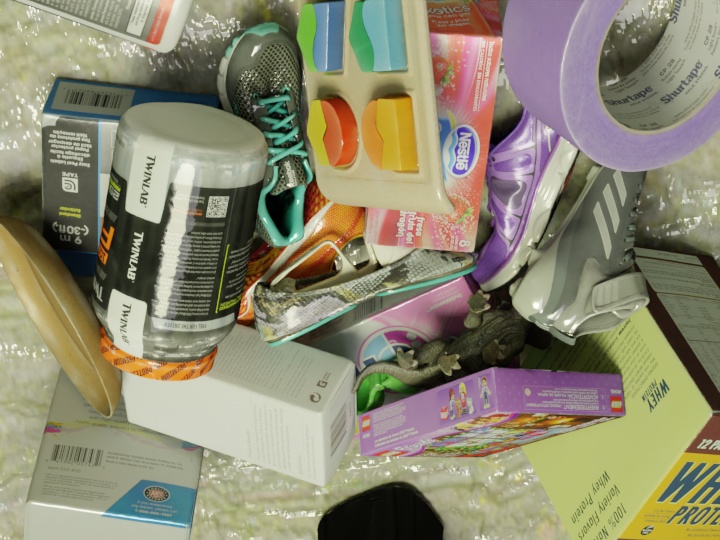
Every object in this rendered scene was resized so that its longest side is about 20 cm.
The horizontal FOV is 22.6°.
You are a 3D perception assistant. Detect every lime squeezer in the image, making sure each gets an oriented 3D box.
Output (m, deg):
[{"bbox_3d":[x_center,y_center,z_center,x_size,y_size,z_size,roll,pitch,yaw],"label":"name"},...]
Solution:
[{"bbox_3d":[0.028,0.108,1.588,0.199,0.038,0.071,-26,151,18],"label":"lime squeezer"}]

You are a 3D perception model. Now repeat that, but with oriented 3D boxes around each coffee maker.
[{"bbox_3d":[0.022,0.303,1.698,0.133,0.201,0.194,-6,127,3],"label":"coffee maker"}]

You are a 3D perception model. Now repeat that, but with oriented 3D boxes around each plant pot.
[{"bbox_3d":[-0.258,0.035,1.548,0.027,0.200,0.201,-31,124,-16],"label":"plant pot"}]

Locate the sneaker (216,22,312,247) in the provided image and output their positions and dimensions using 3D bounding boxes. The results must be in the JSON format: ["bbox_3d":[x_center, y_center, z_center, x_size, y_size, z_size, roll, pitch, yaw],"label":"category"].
[{"bbox_3d":[-0.068,-0.106,1.477,0.077,0.091,0.202,-18,132,-23],"label":"sneaker"}]

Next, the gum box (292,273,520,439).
[{"bbox_3d":[0.029,0.068,1.615,0.198,0.066,0.114,-24,120,17],"label":"gum box"}]

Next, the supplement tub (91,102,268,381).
[{"bbox_3d":[-0.147,-0.023,1.433,0.121,0.123,0.202,10,111,-5],"label":"supplement tub"}]

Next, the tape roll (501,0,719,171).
[{"bbox_3d":[0.212,-0.183,1.374,0.198,0.085,0.202,-15,125,-23],"label":"tape roll"}]

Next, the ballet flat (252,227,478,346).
[{"bbox_3d":[0.000,0.000,1.515,0.198,0.072,0.073,-20,123,-1],"label":"ballet flat"}]

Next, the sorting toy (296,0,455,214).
[{"bbox_3d":[-0.001,-0.142,1.381,0.036,0.185,0.202,-16,103,-29],"label":"sorting toy"}]

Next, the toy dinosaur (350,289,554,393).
[{"bbox_3d":[0.090,0.073,1.514,0.199,0.077,0.102,-36,154,9],"label":"toy dinosaur"}]

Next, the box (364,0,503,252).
[{"bbox_3d":[0.057,-0.127,1.462,0.093,0.103,0.202,4,124,-2],"label":"box"}]

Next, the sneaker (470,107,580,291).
[{"bbox_3d":[0.132,-0.077,1.523,0.083,0.081,0.202,23,117,6],"label":"sneaker"}]

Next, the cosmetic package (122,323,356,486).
[{"bbox_3d":[-0.106,0.105,1.562,0.198,0.074,0.102,18,137,17],"label":"cosmetic package"}]

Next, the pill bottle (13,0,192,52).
[{"bbox_3d":[-0.220,-0.252,1.375,0.198,0.116,0.117,18,123,-11],"label":"pill bottle"}]

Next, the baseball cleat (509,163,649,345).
[{"bbox_3d":[0.209,-0.024,1.482,0.106,0.201,0.070,34,165,14],"label":"baseball cleat"}]

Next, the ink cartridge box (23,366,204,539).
[{"bbox_3d":[-0.215,0.174,1.620,0.143,0.201,0.085,9,129,-3],"label":"ink cartridge box"}]

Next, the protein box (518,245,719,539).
[{"bbox_3d":[0.252,0.120,1.543,0.134,0.201,0.199,6,129,-33],"label":"protein box"}]

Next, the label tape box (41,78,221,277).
[{"bbox_3d":[-0.196,-0.056,1.541,0.142,0.064,0.202,5,124,-1],"label":"label tape box"}]

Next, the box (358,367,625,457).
[{"bbox_3d":[0.107,0.123,1.517,0.136,0.040,0.199,5,163,-32],"label":"box"}]

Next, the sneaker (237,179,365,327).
[{"bbox_3d":[-0.066,0.006,1.577,0.077,0.073,0.200,31,123,-30],"label":"sneaker"}]
